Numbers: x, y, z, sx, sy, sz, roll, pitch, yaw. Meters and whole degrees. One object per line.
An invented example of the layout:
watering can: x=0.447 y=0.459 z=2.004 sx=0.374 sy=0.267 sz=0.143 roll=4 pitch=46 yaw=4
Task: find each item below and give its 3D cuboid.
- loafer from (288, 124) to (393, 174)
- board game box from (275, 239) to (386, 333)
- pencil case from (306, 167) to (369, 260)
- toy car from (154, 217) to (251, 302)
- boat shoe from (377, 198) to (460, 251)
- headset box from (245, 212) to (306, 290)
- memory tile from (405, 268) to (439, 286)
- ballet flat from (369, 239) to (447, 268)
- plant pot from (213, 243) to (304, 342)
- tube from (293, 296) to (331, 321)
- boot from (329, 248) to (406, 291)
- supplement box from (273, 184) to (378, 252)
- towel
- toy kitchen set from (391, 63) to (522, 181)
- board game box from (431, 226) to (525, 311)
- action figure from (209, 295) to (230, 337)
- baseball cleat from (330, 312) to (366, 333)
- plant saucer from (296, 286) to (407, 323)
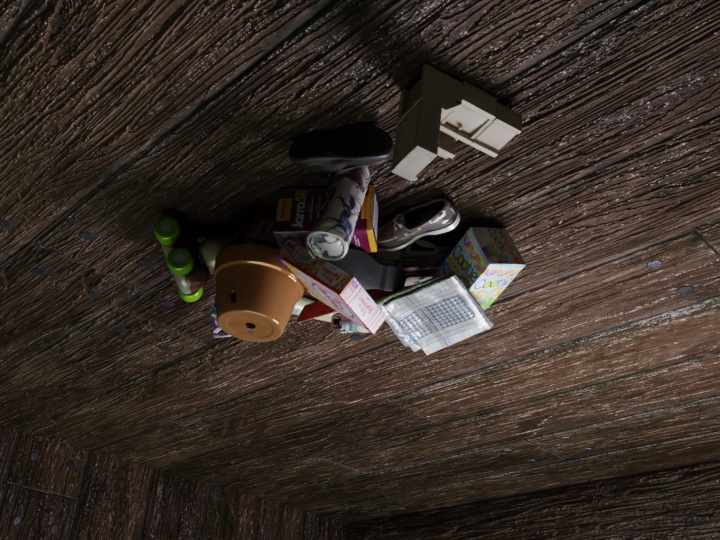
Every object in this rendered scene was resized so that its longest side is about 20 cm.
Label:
loafer: x=-0.030 y=-0.217 z=1.404 sx=0.199 sy=0.073 sz=0.071 roll=1 pitch=156 yaw=21
board game box: x=-0.057 y=0.030 z=1.494 sx=0.199 sy=0.046 sz=0.152 roll=29 pitch=165 yaw=42
pencil case: x=-0.042 y=-0.115 z=1.440 sx=0.078 sy=0.201 sz=0.089 roll=35 pitch=142 yaw=-27
toy car: x=-0.331 y=-0.048 z=1.693 sx=0.199 sy=0.158 sz=0.165 roll=-22 pitch=157 yaw=-14
boat shoe: x=0.104 y=-0.096 z=1.587 sx=0.199 sy=0.072 sz=0.060 roll=-17 pitch=138 yaw=24
headset box: x=-0.152 y=-0.036 z=1.661 sx=0.199 sy=0.075 sz=0.149 roll=17 pitch=150 yaw=15
memory tile: x=0.085 y=0.022 z=1.766 sx=0.198 sy=0.017 sz=0.153 roll=-6 pitch=172 yaw=-6
ballet flat: x=0.099 y=-0.037 z=1.683 sx=0.198 sy=0.069 sz=0.072 roll=-5 pitch=130 yaw=-14
plant pot: x=-0.216 y=0.056 z=1.592 sx=0.198 sy=0.141 sz=0.201 roll=5 pitch=148 yaw=3
tube: x=-0.119 y=0.101 z=1.969 sx=0.199 sy=0.058 sz=0.052 roll=18 pitch=104 yaw=-30
boot: x=0.000 y=0.000 z=1.570 sx=0.199 sy=0.074 sz=0.075 roll=19 pitch=179 yaw=-43
supplement box: x=-0.066 y=-0.102 z=1.551 sx=0.198 sy=0.111 sz=0.086 roll=-1 pitch=149 yaw=8
towel: x=0.154 y=0.098 z=1.625 sx=0.199 sy=0.035 sz=0.193 roll=-22 pitch=131 yaw=23
toy kitchen set: x=0.143 y=-0.198 z=1.297 sx=0.199 sy=0.181 sz=0.163 roll=22 pitch=146 yaw=-21
board game box: x=0.243 y=0.011 z=1.653 sx=0.102 sy=0.105 sz=0.200 roll=1 pitch=140 yaw=-32
action figure: x=-0.259 y=0.075 z=1.836 sx=0.133 sy=0.150 sz=0.200 roll=-1 pitch=-177 yaw=25
baseball cleat: x=-0.012 y=0.110 z=1.767 sx=0.106 sy=0.070 sz=0.200 roll=-2 pitch=174 yaw=7
plant saucer: x=-0.022 y=0.066 z=1.710 sx=0.199 sy=0.037 sz=0.200 roll=-14 pitch=176 yaw=-32
